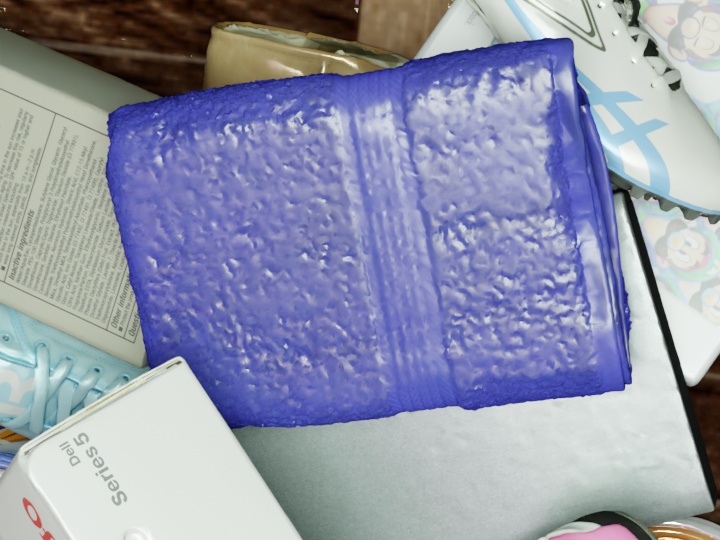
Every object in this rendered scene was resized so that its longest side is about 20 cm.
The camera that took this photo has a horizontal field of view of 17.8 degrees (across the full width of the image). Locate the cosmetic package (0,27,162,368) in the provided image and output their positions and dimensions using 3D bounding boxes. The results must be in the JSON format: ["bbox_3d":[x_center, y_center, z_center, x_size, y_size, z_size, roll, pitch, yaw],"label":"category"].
[{"bbox_3d":[-0.153,-0.045,1.028,0.200,0.073,0.104,25,106,17],"label":"cosmetic package"}]

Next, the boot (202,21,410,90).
[{"bbox_3d":[0.000,0.000,1.049,0.175,0.066,0.200,11,102,4],"label":"boot"}]

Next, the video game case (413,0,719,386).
[{"bbox_3d":[0.127,-0.082,1.000,0.182,0.024,0.200,35,87,5],"label":"video game case"}]

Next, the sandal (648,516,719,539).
[{"bbox_3d":[0.183,0.207,1.073,0.079,0.059,0.207,-31,96,12],"label":"sandal"}]

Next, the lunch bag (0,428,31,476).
[{"bbox_3d":[-0.155,0.179,1.103,0.160,0.076,0.200,-42,96,11],"label":"lunch bag"}]

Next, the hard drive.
[{"bbox_3d":[0.037,0.059,0.985,0.200,0.033,0.140,-16,95,14],"label":"hard drive"}]

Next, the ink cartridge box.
[{"bbox_3d":[-0.091,0.142,0.954,0.084,0.200,0.146,-31,82,-27],"label":"ink cartridge box"}]

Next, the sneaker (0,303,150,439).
[{"bbox_3d":[-0.147,0.054,1.045,0.200,0.082,0.074,27,113,19],"label":"sneaker"}]

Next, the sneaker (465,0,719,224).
[{"bbox_3d":[0.092,-0.103,0.953,0.072,0.072,0.200,-44,82,25],"label":"sneaker"}]

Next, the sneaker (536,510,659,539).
[{"bbox_3d":[0.121,0.150,0.972,0.087,0.200,0.074,-27,57,-14],"label":"sneaker"}]

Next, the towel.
[{"bbox_3d":[0.004,-0.012,0.933,0.200,0.050,0.148,-7,104,12],"label":"towel"}]
